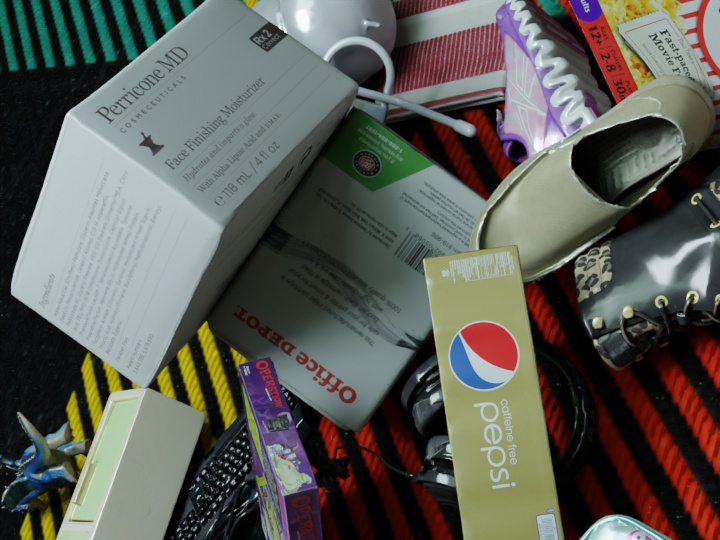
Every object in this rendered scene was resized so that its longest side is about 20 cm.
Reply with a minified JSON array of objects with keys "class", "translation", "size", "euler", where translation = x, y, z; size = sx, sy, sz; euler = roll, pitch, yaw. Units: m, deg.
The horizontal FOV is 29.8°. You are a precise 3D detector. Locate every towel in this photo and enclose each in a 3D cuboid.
[{"class":"towel","translation":[0.085,-0.225,1.179],"size":[0.144,0.023,0.200],"euler":[-7,63,40]}]

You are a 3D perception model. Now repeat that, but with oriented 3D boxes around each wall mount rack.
[{"class":"wall mount rack","translation":[0.002,-0.084,1.109],"size":[0.173,0.075,0.200],"euler":[16,106,9]}]

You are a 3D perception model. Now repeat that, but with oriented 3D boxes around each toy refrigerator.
[{"class":"toy refrigerator","translation":[-0.207,0.204,1.150],"size":[0.076,0.070,0.200],"euler":[-12,55,55]}]

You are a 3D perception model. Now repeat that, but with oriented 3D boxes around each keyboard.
[{"class":"keyboard","translation":[-0.116,0.177,1.122],"size":[0.200,0.040,0.104],"euler":[-51,42,9]}]

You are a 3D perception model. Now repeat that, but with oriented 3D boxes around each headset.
[{"class":"headset","translation":[0.062,0.112,0.946],"size":[0.200,0.094,0.124],"euler":[-20,61,18]}]

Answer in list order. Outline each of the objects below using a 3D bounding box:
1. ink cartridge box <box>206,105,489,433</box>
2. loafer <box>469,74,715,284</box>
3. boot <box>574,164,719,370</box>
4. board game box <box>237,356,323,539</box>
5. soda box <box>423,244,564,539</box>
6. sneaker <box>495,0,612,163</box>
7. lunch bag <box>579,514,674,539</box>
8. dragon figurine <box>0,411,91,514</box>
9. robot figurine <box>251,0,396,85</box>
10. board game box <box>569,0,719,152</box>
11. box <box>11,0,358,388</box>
[{"class":"ink cartridge box","translation":[0.000,0.000,1.029],"size":[0.147,0.083,0.200],"euler":[37,96,4]},{"class":"loafer","translation":[0.149,-0.058,0.917],"size":[0.200,0.068,0.076],"euler":[-42,88,23]},{"class":"boot","translation":[0.222,0.023,0.869],"size":[0.150,0.073,0.200],"euler":[-30,45,26]},{"class":"board game box","translation":[-0.053,0.171,0.970],"size":[0.032,0.200,0.120],"euler":[-11,47,-8]},{"class":"soda box","translation":[0.087,0.089,0.883],"size":[0.064,0.068,0.200],"euler":[-8,77,5]},{"class":"sneaker","translation":[0.137,-0.131,1.039],"size":[0.088,0.080,0.200],"euler":[-43,45,27]},{"class":"lunch bag","translation":[0.162,0.251,0.793],"size":[0.160,0.077,0.200],"euler":[29,88,49]},{"class":"dragon figurine","translation":[-0.299,0.180,1.218],"size":[0.099,0.200,0.059],"euler":[-17,74,2]},{"class":"robot figurine","translation":[-0.046,-0.202,1.201],"size":[0.200,0.113,0.170],"euler":[-29,72,47]},{"class":"board game box","translation":[0.253,-0.160,0.888],"size":[0.200,0.152,0.046],"euler":[-10,32,40]},{"class":"box","translation":[-0.129,-0.060,0.985],"size":[0.199,0.131,0.200],"euler":[-52,-4,-44]}]
